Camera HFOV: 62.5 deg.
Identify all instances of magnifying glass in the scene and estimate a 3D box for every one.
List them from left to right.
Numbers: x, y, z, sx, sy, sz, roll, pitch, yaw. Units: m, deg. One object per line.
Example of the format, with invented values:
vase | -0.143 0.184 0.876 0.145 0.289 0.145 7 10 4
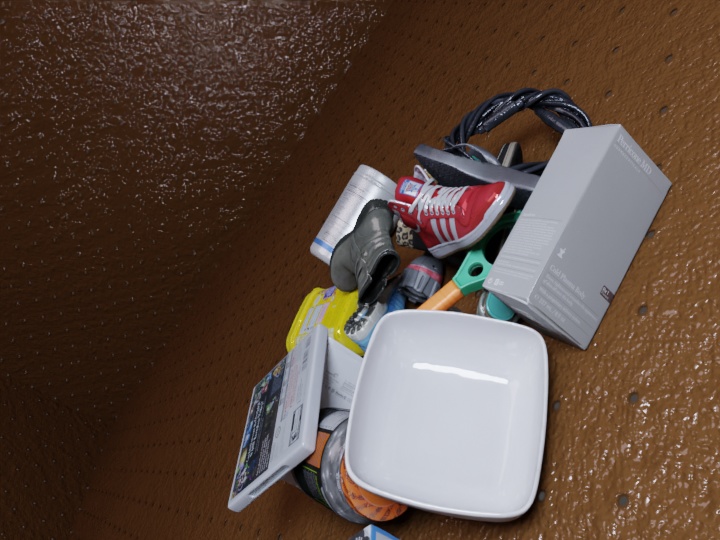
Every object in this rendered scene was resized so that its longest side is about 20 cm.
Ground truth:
magnifying glass | 0.130 0.006 0.693 0.199 0.022 0.080 -41 43 5

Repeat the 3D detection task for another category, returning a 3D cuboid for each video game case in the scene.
video game case | -0.109 0.198 0.813 0.182 0.023 0.203 -45 26 31

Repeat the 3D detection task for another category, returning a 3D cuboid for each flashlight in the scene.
flashlight | 0.123 -0.048 0.931 0.067 0.067 0.205 -9 53 64

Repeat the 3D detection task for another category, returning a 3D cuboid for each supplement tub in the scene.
supplement tub | -0.010 0.238 0.737 0.125 0.121 0.199 -64 16 -18
supplement tub | -0.001 -0.089 1.186 0.204 0.130 0.132 -58 21 -3

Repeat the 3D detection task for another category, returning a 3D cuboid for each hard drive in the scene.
hard drive | -0.048 0.216 0.863 0.204 0.130 0.026 -60 23 -7

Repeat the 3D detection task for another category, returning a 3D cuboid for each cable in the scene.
cable | 0.206 -0.180 0.796 0.194 0.051 0.168 12 69 25

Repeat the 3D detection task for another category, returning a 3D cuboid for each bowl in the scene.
bowl | 0.091 0.151 0.618 0.193 0.075 0.205 6 58 17

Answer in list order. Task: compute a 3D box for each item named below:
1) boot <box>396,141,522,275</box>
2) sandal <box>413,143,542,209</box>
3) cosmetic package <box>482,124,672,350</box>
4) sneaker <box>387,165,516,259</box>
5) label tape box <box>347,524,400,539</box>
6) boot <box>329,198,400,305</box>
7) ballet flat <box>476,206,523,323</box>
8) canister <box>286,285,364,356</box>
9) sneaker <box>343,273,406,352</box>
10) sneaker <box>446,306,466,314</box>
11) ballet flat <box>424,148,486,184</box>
boot | 0.145 -0.103 0.869 0.147 0.073 0.206 15 78 35
sandal | 0.155 -0.119 0.729 0.196 0.076 0.044 25 79 31
cosmetic package | 0.227 -0.038 0.624 0.204 0.105 0.090 -60 24 -2
sneaker | 0.100 -0.085 0.719 0.072 0.112 0.200 -49 5 -21
label tape box | -0.029 0.402 0.657 0.200 0.062 0.146 -46 23 29
boot | 0.000 0.000 0.910 0.202 0.066 0.134 120 156 -44
ballet flat | 0.197 -0.017 0.732 0.204 0.066 0.064 -60 -9 -12
canister | -0.045 0.095 1.092 0.198 0.086 0.152 -20 40 56
sneaker | 0.038 0.079 0.933 0.077 0.091 0.200 -28 12 30
sneaker | 0.091 0.142 0.748 0.075 0.075 0.206 39 115 48
ballet flat | 0.151 -0.170 1.037 0.075 0.072 0.199 -63 21 -16
